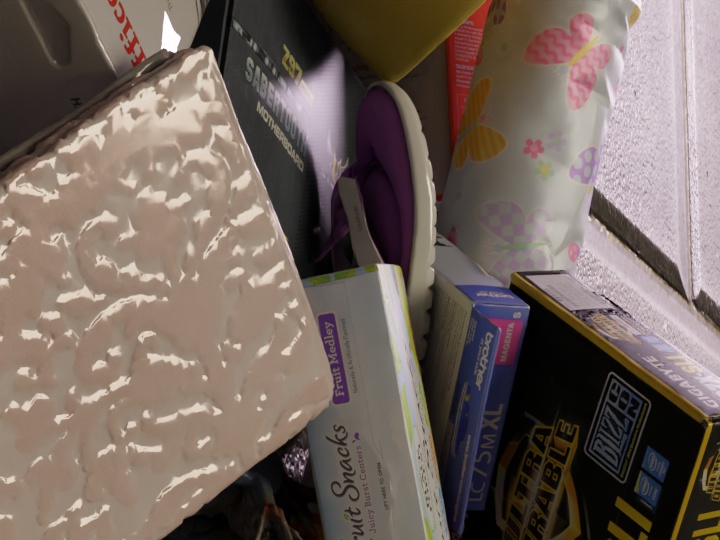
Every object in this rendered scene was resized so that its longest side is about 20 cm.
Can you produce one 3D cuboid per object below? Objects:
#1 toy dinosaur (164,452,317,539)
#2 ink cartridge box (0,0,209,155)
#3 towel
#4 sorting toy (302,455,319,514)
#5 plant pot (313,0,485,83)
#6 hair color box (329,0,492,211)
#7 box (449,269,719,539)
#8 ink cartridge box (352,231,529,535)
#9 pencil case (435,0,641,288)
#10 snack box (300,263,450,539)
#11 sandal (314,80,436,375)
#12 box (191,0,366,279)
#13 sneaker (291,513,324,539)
[{"bbox_3d":[-0.097,0.102,1.089,0.181,0.105,0.200,44,11,-47],"label":"toy dinosaur"},{"bbox_3d":[-0.125,-0.167,1.004,0.200,0.086,0.147,-71,149,-44],"label":"ink cartridge box"},{"bbox_3d":[-0.111,0.032,0.944,0.200,0.032,0.191,-37,123,-28],"label":"towel"},{"bbox_3d":[0.032,0.199,1.362,0.200,0.107,0.180,22,84,-67],"label":"sorting toy"},{"bbox_3d":[0.021,-0.234,1.231,0.189,0.201,0.201,44,29,-4],"label":"plant pot"},{"bbox_3d":[0.035,-0.137,1.384,0.061,0.101,0.200,3,82,-46],"label":"hair color box"},{"bbox_3d":[0.118,0.123,1.200,0.049,0.160,0.200,-6,121,-38],"label":"box"},{"bbox_3d":[0.037,0.049,1.242,0.200,0.042,0.119,-136,-127,-62],"label":"ink cartridge box"},{"bbox_3d":[0.101,-0.071,1.299,0.091,0.083,0.200,12,89,-25],"label":"pencil case"},{"bbox_3d":[0.009,0.099,1.107,0.142,0.053,0.200,-5,84,-84],"label":"snack box"},{"bbox_3d":[0.003,0.000,1.211,0.050,0.082,0.203,0,90,-26],"label":"sandal"},{"bbox_3d":[-0.055,-0.071,1.216,0.200,0.051,0.158,53,37,-57],"label":"box"},{"bbox_3d":[0.028,0.214,1.262,0.200,0.073,0.077,47,8,3],"label":"sneaker"}]
